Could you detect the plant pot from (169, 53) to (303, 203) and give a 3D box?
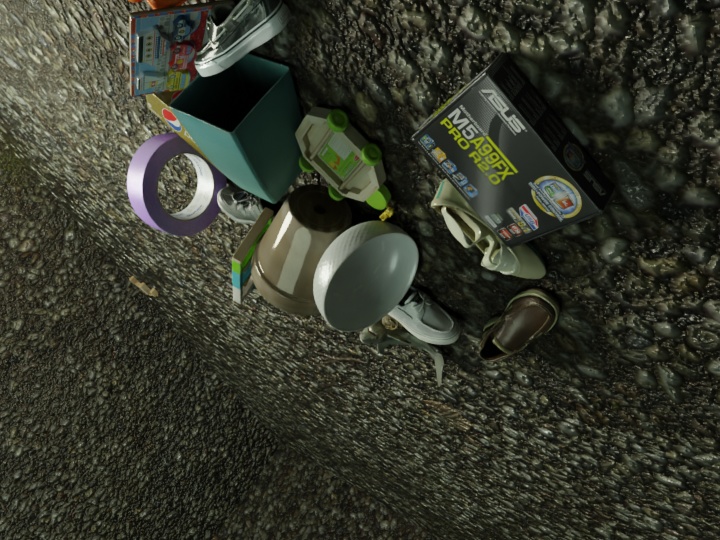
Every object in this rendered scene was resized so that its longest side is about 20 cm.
[{"bbox_3d":[-0.176,-0.217,0.902,0.139,0.142,0.201,26,157,26],"label":"plant pot"}]

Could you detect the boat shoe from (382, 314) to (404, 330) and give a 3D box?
[{"bbox_3d":[0.068,0.090,1.124,0.197,0.065,0.072,31,153,21],"label":"boat shoe"}]

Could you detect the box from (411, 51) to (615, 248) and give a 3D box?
[{"bbox_3d":[0.173,-0.129,0.662,0.200,0.044,0.160,46,154,-10],"label":"box"}]

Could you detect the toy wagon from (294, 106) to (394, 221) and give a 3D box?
[{"bbox_3d":[-0.017,-0.162,0.876,0.200,0.040,0.155,43,154,-8],"label":"toy wagon"}]

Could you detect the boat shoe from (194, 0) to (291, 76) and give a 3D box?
[{"bbox_3d":[-0.178,-0.339,0.775,0.197,0.073,0.071,-13,132,40],"label":"boat shoe"}]

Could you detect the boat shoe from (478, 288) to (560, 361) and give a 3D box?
[{"bbox_3d":[0.245,0.100,0.885,0.074,0.075,0.203,36,154,8],"label":"boat shoe"}]

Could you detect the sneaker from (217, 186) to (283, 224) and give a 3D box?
[{"bbox_3d":[-0.209,-0.138,1.156,0.196,0.076,0.083,21,144,12],"label":"sneaker"}]

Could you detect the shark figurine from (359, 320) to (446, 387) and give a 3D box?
[{"bbox_3d":[0.082,0.159,1.178,0.210,0.129,0.090,23,118,-16],"label":"shark figurine"}]

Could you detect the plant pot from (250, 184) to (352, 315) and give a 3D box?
[{"bbox_3d":[-0.090,-0.052,1.012,0.198,0.200,0.175,35,136,10],"label":"plant pot"}]

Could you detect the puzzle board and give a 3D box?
[{"bbox_3d":[-0.275,-0.330,0.849,0.018,0.148,0.200,64,154,5],"label":"puzzle board"}]

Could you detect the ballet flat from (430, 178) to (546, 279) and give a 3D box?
[{"bbox_3d":[0.174,-0.043,0.773,0.200,0.070,0.069,44,154,-7],"label":"ballet flat"}]

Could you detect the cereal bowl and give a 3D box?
[{"bbox_3d":[0.000,0.000,0.944,0.083,0.198,0.202,43,161,38],"label":"cereal bowl"}]

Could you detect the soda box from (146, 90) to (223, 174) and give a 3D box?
[{"bbox_3d":[-0.313,-0.283,1.063,0.199,0.064,0.068,40,154,0],"label":"soda box"}]

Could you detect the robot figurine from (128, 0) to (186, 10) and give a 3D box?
[{"bbox_3d":[-0.305,-0.447,0.738,0.115,0.145,0.201,-15,123,40],"label":"robot figurine"}]

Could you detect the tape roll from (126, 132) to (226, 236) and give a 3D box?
[{"bbox_3d":[-0.376,-0.178,1.157,0.065,0.201,0.202,18,147,38],"label":"tape roll"}]

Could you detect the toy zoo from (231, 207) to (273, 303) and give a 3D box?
[{"bbox_3d":[-0.219,-0.019,1.130,0.020,0.133,0.201,25,149,3],"label":"toy zoo"}]

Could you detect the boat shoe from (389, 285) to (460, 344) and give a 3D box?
[{"bbox_3d":[0.101,0.065,1.048,0.199,0.072,0.069,37,156,29],"label":"boat shoe"}]

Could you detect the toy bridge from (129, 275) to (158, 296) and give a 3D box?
[{"bbox_3d":[-1.016,0.086,2.637,0.197,0.027,0.068,23,151,33],"label":"toy bridge"}]
